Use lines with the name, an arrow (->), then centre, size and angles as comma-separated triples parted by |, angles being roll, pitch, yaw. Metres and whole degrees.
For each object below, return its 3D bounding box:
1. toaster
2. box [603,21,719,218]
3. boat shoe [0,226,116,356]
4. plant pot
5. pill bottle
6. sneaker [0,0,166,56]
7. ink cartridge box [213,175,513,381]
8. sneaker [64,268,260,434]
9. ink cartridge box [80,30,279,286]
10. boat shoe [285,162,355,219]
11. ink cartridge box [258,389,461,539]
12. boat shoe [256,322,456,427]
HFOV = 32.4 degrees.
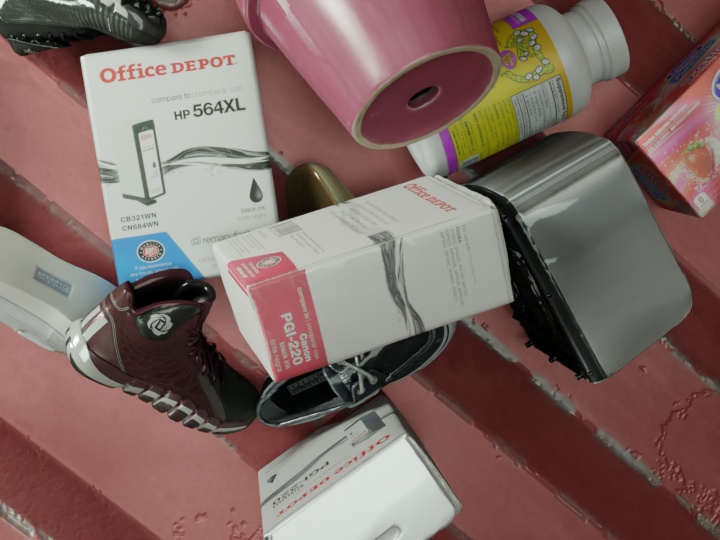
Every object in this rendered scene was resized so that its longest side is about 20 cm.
toaster -> 0.172, -0.022, 1.066 | 0.118, 0.181, 0.201 | -31, 101, -5
box -> 0.328, -0.152, 1.107 | 0.200, 0.103, 0.095 | -44, 100, 1
boat shoe -> -0.267, 0.038, 1.072 | 0.200, 0.068, 0.072 | 31, 49, -32
plant pot -> 0.015, -0.204, 0.964 | 0.199, 0.200, 0.180 | -26, 69, -3
pill bottle -> 0.129, -0.165, 1.078 | 0.199, 0.104, 0.105 | -25, 99, -4
sneaker -> -0.250, -0.213, 1.027 | 0.199, 0.066, 0.091 | 26, 105, 16
ink cartridge box -> 0.000, 0.000, 0.977 | 0.199, 0.146, 0.085 | -20, 109, -11
sneaker -> -0.138, 0.065, 1.045 | 0.199, 0.076, 0.116 | 26, 118, -39
ink cartridge box -> -0.151, -0.096, 1.062 | 0.145, 0.084, 0.201 | -10, 99, -6
boat shoe -> 0.004, -0.013, 1.106 | 0.065, 0.072, 0.201 | -40, 103, -41
ink cartridge box -> -0.008, 0.188, 1.056 | 0.145, 0.200, 0.085 | -36, 100, -2
boat shoe -> -0.008, 0.082, 1.068 | 0.199, 0.068, 0.072 | -24, 106, 25
